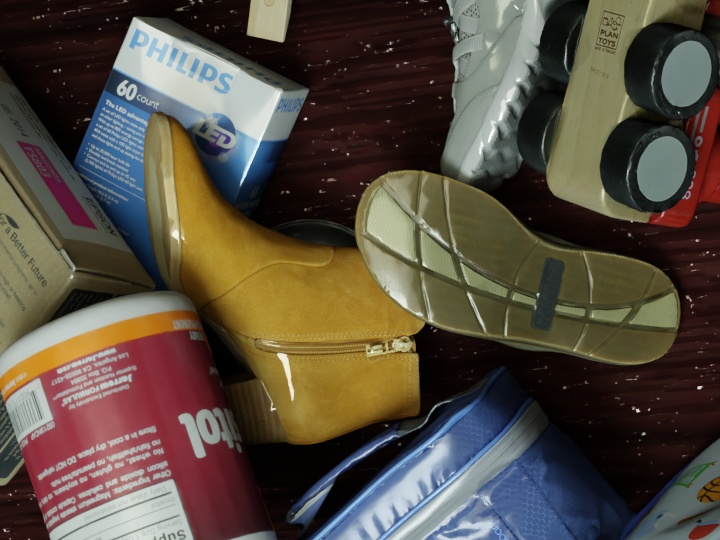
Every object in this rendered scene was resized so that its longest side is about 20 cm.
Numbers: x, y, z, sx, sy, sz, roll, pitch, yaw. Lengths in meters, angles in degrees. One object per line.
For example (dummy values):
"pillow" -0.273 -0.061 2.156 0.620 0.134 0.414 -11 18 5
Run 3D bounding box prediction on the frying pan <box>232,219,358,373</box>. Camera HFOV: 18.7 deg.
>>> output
"frying pan" 0.004 0.017 1.287 0.189 0.031 0.116 -18 92 17

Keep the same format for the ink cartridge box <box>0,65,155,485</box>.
"ink cartridge box" -0.230 -0.003 1.265 0.165 0.075 0.200 -50 57 20

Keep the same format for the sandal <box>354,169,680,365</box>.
"sandal" 0.085 0.004 1.238 0.199 0.054 0.081 18 88 -15

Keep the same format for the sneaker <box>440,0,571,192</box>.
"sneaker" 0.079 -0.142 1.238 0.082 0.075 0.201 20 95 26

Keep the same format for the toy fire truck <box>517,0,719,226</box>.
"toy fire truck" 0.212 -0.106 1.185 0.128 0.199 0.177 23 102 52

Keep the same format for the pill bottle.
"pill bottle" -0.109 0.121 1.143 0.112 0.113 0.201 -23 80 14

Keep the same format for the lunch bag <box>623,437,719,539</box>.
"lunch bag" 0.205 0.172 1.172 0.124 0.170 0.200 37 93 -6

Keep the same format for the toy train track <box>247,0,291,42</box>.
"toy train track" -0.082 -0.202 1.282 0.199 0.033 0.116 14 106 17

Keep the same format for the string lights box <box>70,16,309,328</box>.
"string lights box" -0.120 -0.037 1.289 0.102 0.059 0.201 27 101 12

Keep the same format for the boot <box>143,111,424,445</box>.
"boot" -0.040 -0.002 1.234 0.143 0.071 0.203 -13 101 -13

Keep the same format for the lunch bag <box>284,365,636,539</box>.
"lunch bag" 0.036 0.152 1.209 0.200 0.136 0.133 -41 85 14
